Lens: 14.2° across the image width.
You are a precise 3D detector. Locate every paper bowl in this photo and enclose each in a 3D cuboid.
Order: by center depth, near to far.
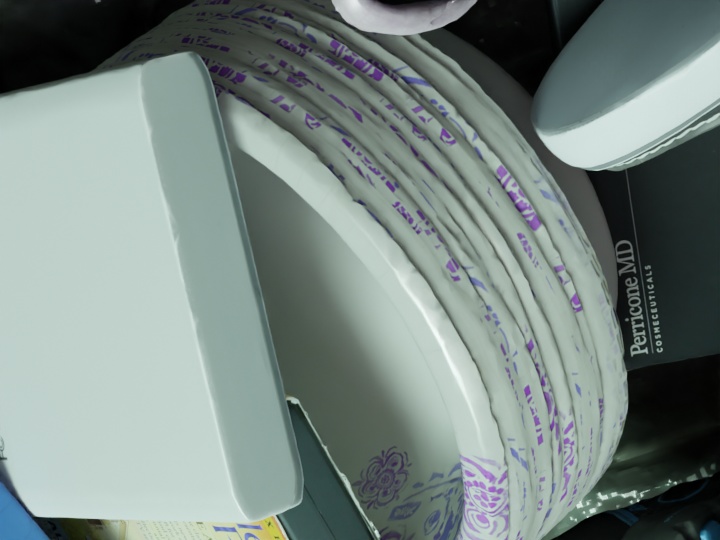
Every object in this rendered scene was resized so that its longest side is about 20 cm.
[{"bbox_3d":[0.000,0.000,0.912,0.104,0.200,0.202,-39,123,-30],"label":"paper bowl"}]

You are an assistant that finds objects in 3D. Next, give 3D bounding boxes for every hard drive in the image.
[{"bbox_3d":[-0.093,0.010,0.891,0.027,0.200,0.133,-16,96,-33],"label":"hard drive"}]

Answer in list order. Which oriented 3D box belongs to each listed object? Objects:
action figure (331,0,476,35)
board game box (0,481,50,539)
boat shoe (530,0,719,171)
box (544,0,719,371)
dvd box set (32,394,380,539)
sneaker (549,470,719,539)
[{"bbox_3d":[0.022,-0.189,0.821,0.200,0.134,0.149,54,126,19],"label":"action figure"},{"bbox_3d":[-0.142,0.152,0.987,0.152,0.045,0.200,51,142,-9],"label":"board game box"},{"bbox_3d":[0.144,-0.083,0.835,0.200,0.070,0.066,-38,116,6],"label":"boat shoe"},{"bbox_3d":[0.129,-0.080,0.916,0.140,0.079,0.201,-11,120,1],"label":"box"},{"bbox_3d":[-0.050,0.107,0.959,0.029,0.200,0.147,-39,108,-29],"label":"dvd box set"},{"bbox_3d":[0.109,0.099,0.979,0.081,0.200,0.074,-6,85,27],"label":"sneaker"}]
